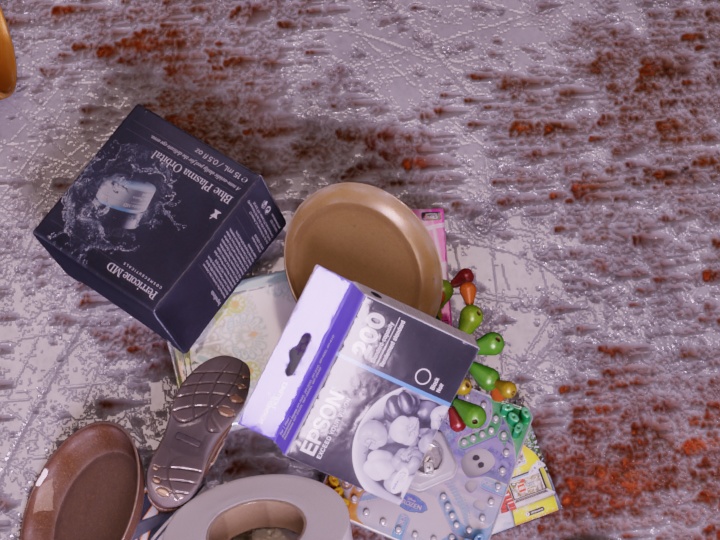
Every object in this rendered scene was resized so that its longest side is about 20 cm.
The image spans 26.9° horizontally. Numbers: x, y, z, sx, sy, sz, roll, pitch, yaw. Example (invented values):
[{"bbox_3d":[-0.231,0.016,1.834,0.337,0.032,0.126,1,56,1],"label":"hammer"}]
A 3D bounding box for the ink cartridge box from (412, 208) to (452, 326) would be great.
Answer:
[{"bbox_3d":[0.059,0.026,1.803,0.094,0.037,0.202,-2,79,-5],"label":"ink cartridge box"}]

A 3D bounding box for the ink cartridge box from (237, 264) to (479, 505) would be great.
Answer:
[{"bbox_3d":[-0.002,0.124,1.614,0.199,0.043,0.199,25,98,-13],"label":"ink cartridge box"}]

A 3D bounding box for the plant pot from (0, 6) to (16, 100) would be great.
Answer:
[{"bbox_3d":[-0.526,-0.268,1.752,0.182,0.200,0.202,-18,78,6],"label":"plant pot"}]

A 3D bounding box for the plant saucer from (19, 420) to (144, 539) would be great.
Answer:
[{"bbox_3d":[-0.299,0.267,1.659,0.037,0.199,0.202,33,71,-40],"label":"plant saucer"}]

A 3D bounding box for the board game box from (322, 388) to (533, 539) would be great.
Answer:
[{"bbox_3d":[0.075,0.213,1.718,0.198,0.026,0.201,20,68,7],"label":"board game box"}]

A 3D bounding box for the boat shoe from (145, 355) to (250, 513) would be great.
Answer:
[{"bbox_3d":[-0.185,0.182,1.680,0.075,0.072,0.201,28,57,4],"label":"boat shoe"}]

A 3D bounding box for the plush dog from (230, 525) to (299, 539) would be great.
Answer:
[{"bbox_3d":[-0.116,0.365,1.660,0.200,0.160,0.172,42,100,5],"label":"plush dog"}]

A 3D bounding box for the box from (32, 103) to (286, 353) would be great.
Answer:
[{"bbox_3d":[-0.227,-0.049,1.723,0.196,0.118,0.201,30,74,25],"label":"box"}]

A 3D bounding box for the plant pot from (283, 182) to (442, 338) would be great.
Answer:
[{"bbox_3d":[0.000,0.000,1.679,0.198,0.027,0.202,11,66,-26],"label":"plant pot"}]

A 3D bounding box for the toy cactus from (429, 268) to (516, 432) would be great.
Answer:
[{"bbox_3d":[0.085,0.101,1.717,0.164,0.102,0.202,-17,64,8],"label":"toy cactus"}]

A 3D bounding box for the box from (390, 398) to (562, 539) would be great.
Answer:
[{"bbox_3d":[0.118,0.246,1.750,0.198,0.038,0.138,-18,77,-9],"label":"box"}]

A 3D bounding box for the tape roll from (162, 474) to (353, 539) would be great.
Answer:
[{"bbox_3d":[-0.108,0.284,1.574,0.201,0.203,0.037,-12,117,-8],"label":"tape roll"}]

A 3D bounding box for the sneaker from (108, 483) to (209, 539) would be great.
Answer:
[{"bbox_3d":[-0.258,0.301,1.686,0.079,0.078,0.200,39,66,1],"label":"sneaker"}]

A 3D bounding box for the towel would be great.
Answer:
[{"bbox_3d":[-0.124,0.095,1.764,0.198,0.048,0.173,-13,81,-8],"label":"towel"}]

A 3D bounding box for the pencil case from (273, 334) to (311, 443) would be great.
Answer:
[{"bbox_3d":[-0.043,0.108,1.700,0.082,0.091,0.202,11,78,-4],"label":"pencil case"}]
